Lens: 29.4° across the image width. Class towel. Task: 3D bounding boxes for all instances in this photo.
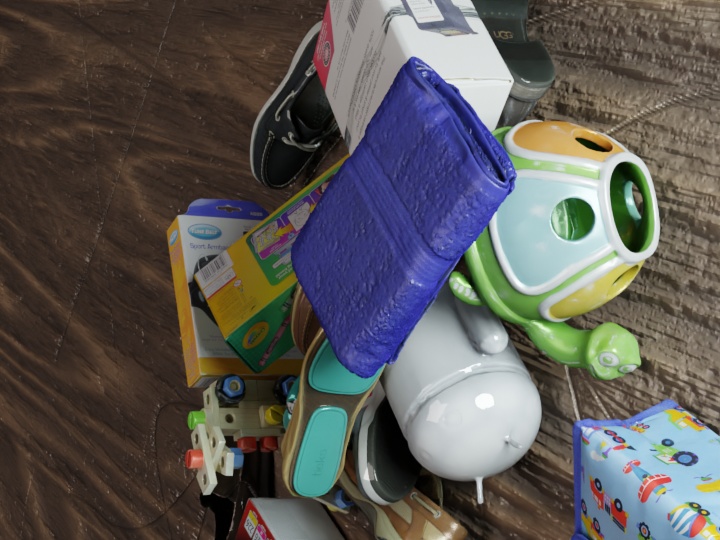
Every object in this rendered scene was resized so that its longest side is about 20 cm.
[{"bbox_3d":[0.029,-0.036,1.002,0.200,0.049,0.148,-55,44,30],"label":"towel"}]

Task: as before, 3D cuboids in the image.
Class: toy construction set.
[{"bbox_3d":[-0.089,0.165,1.306,0.092,0.200,0.132,-25,65,43],"label":"toy construction set"}]

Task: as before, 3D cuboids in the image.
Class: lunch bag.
[{"bbox_3d":[0.209,0.216,0.935,0.151,0.094,0.201,42,134,52],"label":"lunch bag"}]

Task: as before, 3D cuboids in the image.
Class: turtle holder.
[{"bbox_3d":[0.144,-0.019,1.005,0.132,0.141,0.186,-8,72,42],"label":"turtle holder"}]

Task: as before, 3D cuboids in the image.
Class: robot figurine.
[{"bbox_3d":[0.076,0.088,1.123,0.170,0.113,0.200,106,150,-44],"label":"robot figurine"}]

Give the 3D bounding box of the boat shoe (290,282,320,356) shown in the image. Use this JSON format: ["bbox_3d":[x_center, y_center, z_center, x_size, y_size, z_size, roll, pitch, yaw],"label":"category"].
[{"bbox_3d":[0.001,0.000,1.201,0.200,0.072,0.068,-59,25,17],"label":"boat shoe"}]

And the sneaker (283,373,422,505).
[{"bbox_3d":[-0.013,0.140,1.221,0.121,0.084,0.200,-29,31,26],"label":"sneaker"}]

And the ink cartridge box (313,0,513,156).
[{"bbox_3d":[0.037,-0.164,1.130,0.145,0.084,0.200,108,150,-44],"label":"ink cartridge box"}]

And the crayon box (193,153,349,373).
[{"bbox_3d":[-0.052,-0.009,1.292,0.200,0.058,0.119,-38,37,2],"label":"crayon box"}]

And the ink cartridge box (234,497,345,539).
[{"bbox_3d":[-0.061,0.352,1.345,0.200,0.084,0.176,47,125,50],"label":"ink cartridge box"}]

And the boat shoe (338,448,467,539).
[{"bbox_3d":[0.041,0.204,1.221,0.074,0.076,0.200,-45,32,2],"label":"boat shoe"}]

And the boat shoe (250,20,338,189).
[{"bbox_3d":[-0.057,-0.161,1.416,0.200,0.075,0.060,-67,30,29],"label":"boat shoe"}]

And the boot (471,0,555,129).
[{"bbox_3d":[0.091,-0.154,1.183,0.174,0.069,0.200,115,151,-44],"label":"boot"}]

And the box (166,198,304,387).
[{"bbox_3d":[-0.128,0.022,1.397,0.041,0.119,0.200,-47,47,49],"label":"box"}]

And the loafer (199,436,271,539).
[{"bbox_3d":[-0.140,0.232,1.503,0.073,0.071,0.201,-41,53,49],"label":"loafer"}]

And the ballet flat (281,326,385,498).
[{"bbox_3d":[-0.027,0.092,1.123,0.063,0.068,0.200,-116,43,-58],"label":"ballet flat"}]
